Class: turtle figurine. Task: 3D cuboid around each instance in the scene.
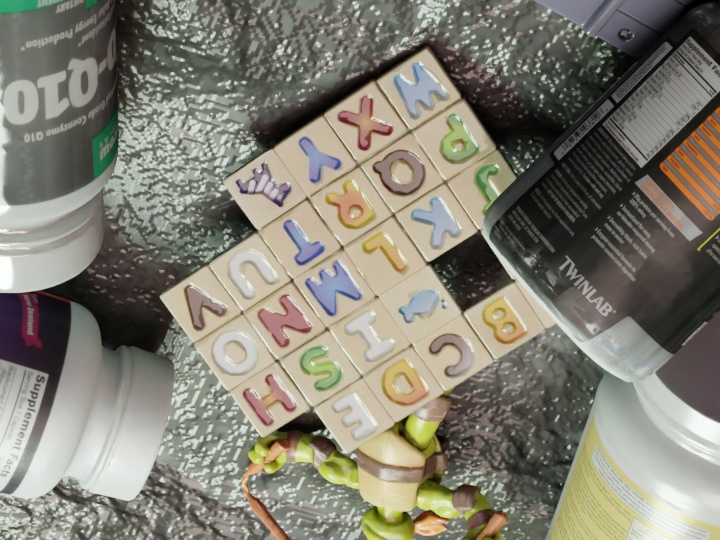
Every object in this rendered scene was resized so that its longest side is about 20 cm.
[{"bbox_3d":[0.029,0.103,1.663,0.199,0.064,0.162,21,125,22],"label":"turtle figurine"}]

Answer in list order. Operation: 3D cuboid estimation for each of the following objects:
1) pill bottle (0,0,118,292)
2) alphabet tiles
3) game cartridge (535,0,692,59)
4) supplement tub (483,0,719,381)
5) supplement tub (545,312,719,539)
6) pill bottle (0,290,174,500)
[{"bbox_3d":[-0.178,-0.096,1.479,0.112,0.113,0.201,1,129,-2],"label":"pill bottle"},{"bbox_3d":[0.000,0.000,1.578,0.199,0.008,0.168,-32,105,12],"label":"alphabet tiles"},{"bbox_3d":[0.097,-0.197,1.456,0.199,0.039,0.130,27,127,-20],"label":"game cartridge"},{"bbox_3d":[0.169,-0.050,1.497,0.200,0.123,0.122,-44,119,8],"label":"supplement tub"},{"bbox_3d":[0.188,0.125,1.640,0.144,0.146,0.201,9,128,-9],"label":"supplement tub"},{"bbox_3d":[-0.207,0.059,1.602,0.199,0.112,0.112,18,126,-15],"label":"pill bottle"}]
